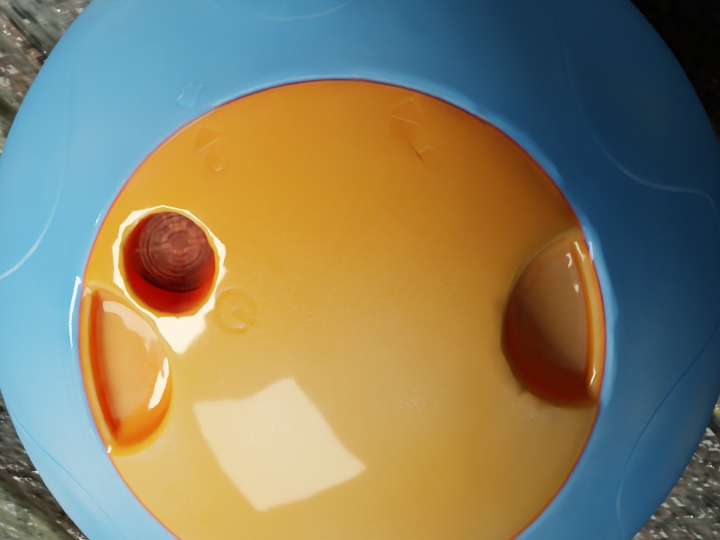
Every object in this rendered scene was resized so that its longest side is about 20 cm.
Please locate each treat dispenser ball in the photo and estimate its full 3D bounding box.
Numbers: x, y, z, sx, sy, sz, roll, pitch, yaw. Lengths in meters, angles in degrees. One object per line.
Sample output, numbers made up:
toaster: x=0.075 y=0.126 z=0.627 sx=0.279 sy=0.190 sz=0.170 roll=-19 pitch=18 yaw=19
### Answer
treat dispenser ball: x=0.000 y=0.000 z=0.710 sx=0.200 sy=0.201 sz=0.201 roll=17 pitch=147 yaw=11
